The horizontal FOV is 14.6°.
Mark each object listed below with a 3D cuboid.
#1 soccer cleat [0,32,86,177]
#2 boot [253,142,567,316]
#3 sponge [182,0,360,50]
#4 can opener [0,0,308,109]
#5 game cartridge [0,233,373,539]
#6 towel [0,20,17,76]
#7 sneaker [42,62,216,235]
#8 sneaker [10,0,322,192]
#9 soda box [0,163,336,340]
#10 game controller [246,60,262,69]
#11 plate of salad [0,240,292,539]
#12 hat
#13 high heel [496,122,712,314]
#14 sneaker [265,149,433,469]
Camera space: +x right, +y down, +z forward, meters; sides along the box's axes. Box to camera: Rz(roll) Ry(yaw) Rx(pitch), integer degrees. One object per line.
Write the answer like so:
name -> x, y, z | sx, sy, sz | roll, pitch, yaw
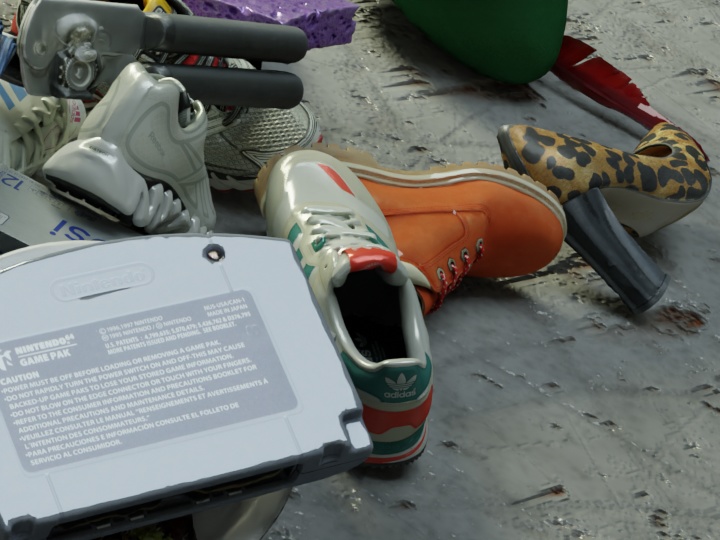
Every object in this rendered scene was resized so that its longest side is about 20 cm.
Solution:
soccer cleat -> -0.193, -0.078, 1.542 | 0.086, 0.070, 0.200 | 7, 29, -7
boot -> 0.041, -0.007, 1.622 | 0.199, 0.075, 0.108 | 4, 44, -29
sponge -> -0.112, -0.173, 1.724 | 0.199, 0.030, 0.111 | 19, 18, 19
can opener -> -0.119, -0.119, 1.553 | 0.067, 0.054, 0.199 | 10, 6, 44
game cartridge -> -0.107, 0.050, 1.286 | 0.199, 0.041, 0.134 | -12, 67, -24
towel -> -0.245, -0.047, 1.360 | 0.111, 0.049, 0.201 | 7, 66, 17
sneaker -> -0.108, -0.059, 1.514 | 0.075, 0.081, 0.200 | 25, -3, 8
sneaker -> -0.114, -0.114, 1.635 | 0.199, 0.082, 0.078 | 27, 62, 2
soda box -> -0.118, 0.027, 1.430 | 0.199, 0.069, 0.063 | 27, 28, 5
game controller -> -0.111, -0.152, 1.769 | 0.104, 0.042, 0.200 | 20, 28, -9
plate of salad -> -0.123, 0.063, 1.325 | 0.199, 0.048, 0.201 | 6, 55, -9
hat -> 0.102, -0.135, 1.931 | 0.199, 0.177, 0.165 | -4, 12, 36
high heel -> 0.151, -0.077, 1.767 | 0.143, 0.071, 0.200 | 46, 31, -16
sneaker -> 0.000, 0.000, 1.487 | 0.070, 0.094, 0.201 | -5, 55, -15
